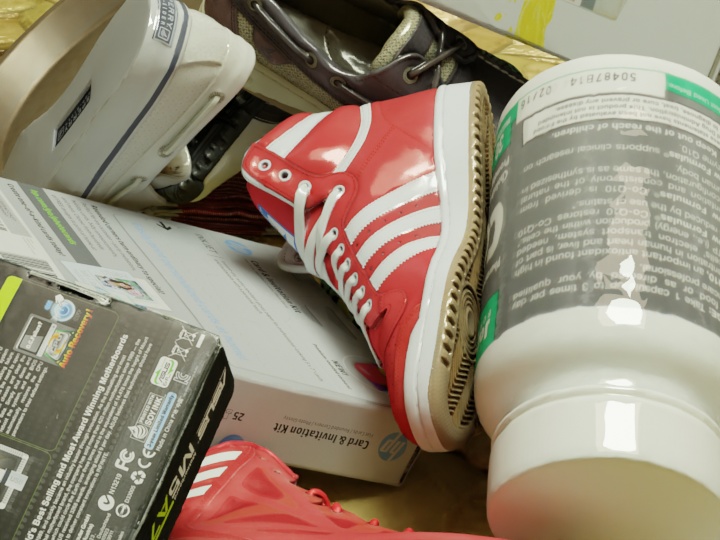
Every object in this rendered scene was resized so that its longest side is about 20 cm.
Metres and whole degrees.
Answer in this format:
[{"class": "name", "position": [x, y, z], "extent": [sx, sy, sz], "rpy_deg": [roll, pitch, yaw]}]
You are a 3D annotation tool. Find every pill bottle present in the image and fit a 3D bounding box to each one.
[{"class": "pill bottle", "position": [0.105, 0.018, 0.896], "extent": [0.113, 0.113, 0.201], "rpy_deg": [6, 52, 2]}]

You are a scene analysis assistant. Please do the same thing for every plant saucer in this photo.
[{"class": "plant saucer", "position": [-0.128, -0.108, 1.147], "extent": [0.200, 0.029, 0.200], "rpy_deg": [-27, 33, 19]}]

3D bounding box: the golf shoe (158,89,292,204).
[{"class": "golf shoe", "position": [-0.031, -0.093, 1.144], "extent": [0.078, 0.095, 0.200], "rpy_deg": [4, 48, 47]}]

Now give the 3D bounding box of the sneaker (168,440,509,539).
[{"class": "sneaker", "position": [-0.003, 0.105, 0.850], "extent": [0.199, 0.079, 0.116], "rpy_deg": [4, 32, -5]}]

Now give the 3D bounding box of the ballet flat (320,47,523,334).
[{"class": "ballet flat", "position": [0.015, -0.047, 1.083], "extent": [0.074, 0.074, 0.200], "rpy_deg": [17, 45, 19]}]

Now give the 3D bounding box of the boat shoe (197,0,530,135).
[{"class": "boat shoe", "position": [0.016, -0.096, 1.036], "extent": [0.199, 0.065, 0.072], "rpy_deg": [26, 55, 4]}]

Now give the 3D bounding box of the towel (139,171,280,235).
[{"class": "towel", "position": [-0.025, -0.060, 1.182], "extent": [0.199, 0.023, 0.144], "rpy_deg": [2, 30, -4]}]

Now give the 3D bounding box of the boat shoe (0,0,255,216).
[{"class": "boat shoe", "position": [-0.114, -0.052, 1.018], "extent": [0.070, 0.200, 0.071], "rpy_deg": [20, 44, -25]}]

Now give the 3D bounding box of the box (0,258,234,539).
[{"class": "box", "position": [-0.170, 0.086, 0.771], "extent": [0.192, 0.048, 0.201], "rpy_deg": [17, 68, 14]}]

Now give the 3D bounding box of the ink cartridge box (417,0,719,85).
[{"class": "ink cartridge box", "position": [0.096, -0.155, 1.064], "extent": [0.199, 0.084, 0.145], "rpy_deg": [24, 14, 9]}]

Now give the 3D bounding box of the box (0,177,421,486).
[{"class": "box", "position": [-0.086, 0.022, 0.940], "extent": [0.199, 0.041, 0.156], "rpy_deg": [13, 22, -36]}]

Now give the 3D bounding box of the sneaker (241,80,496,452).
[{"class": "sneaker", "position": [0.000, 0.000, 0.949], "extent": [0.112, 0.071, 0.200], "rpy_deg": [-5, 45, 12]}]
